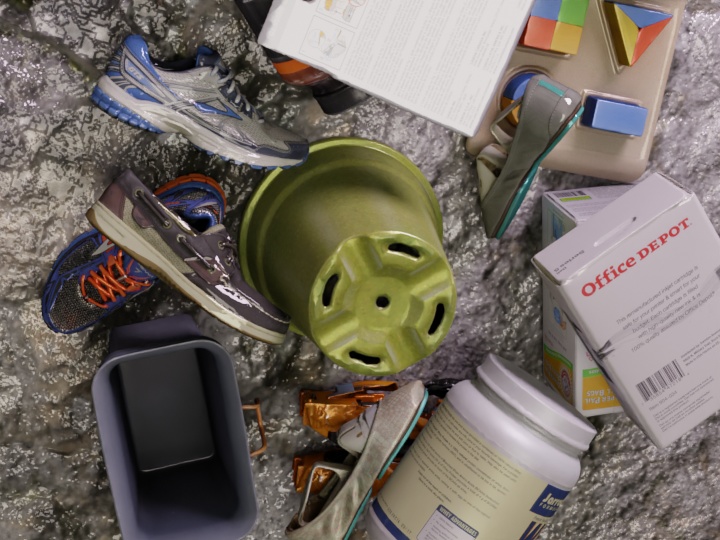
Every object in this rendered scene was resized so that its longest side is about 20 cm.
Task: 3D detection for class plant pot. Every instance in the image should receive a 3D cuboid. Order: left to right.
[{"bbox_3d":[0.000,0.000,1.312,0.199,0.184,0.202,-4,109,-11],"label":"plant pot"}]

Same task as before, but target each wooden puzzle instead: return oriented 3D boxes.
[{"bbox_3d":[0.207,-0.187,1.371,0.184,0.046,0.201,8,106,-16],"label":"wooden puzzle"}]

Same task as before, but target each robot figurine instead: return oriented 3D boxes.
[{"bbox_3d":[0.036,0.168,1.445,0.198,0.058,0.146,3,108,-13],"label":"robot figurine"}]

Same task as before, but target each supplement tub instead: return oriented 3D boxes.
[{"bbox_3d":[-0.051,-0.235,1.263,0.107,0.107,0.201,-32,113,-1],"label":"supplement tub"},{"bbox_3d":[0.112,0.194,1.361,0.145,0.145,0.201,32,98,-21],"label":"supplement tub"}]

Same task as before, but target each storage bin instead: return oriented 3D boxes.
[{"bbox_3d":[-0.165,0.136,1.347,0.144,0.134,0.201,-11,111,-9],"label":"storage bin"}]

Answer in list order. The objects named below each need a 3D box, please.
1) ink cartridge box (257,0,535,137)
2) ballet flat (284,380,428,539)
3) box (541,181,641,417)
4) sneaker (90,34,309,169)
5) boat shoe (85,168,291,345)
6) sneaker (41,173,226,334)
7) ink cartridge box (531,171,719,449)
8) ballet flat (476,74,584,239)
[{"bbox_3d":[0.037,-0.224,1.219,0.199,0.057,0.163,24,103,-1],"label":"ink cartridge box"},{"bbox_3d":[-0.008,0.182,1.376,0.062,0.067,0.201,27,100,-9],"label":"ballet flat"},{"bbox_3d":[0.242,0.027,1.422,0.112,0.101,0.201,-6,110,-11],"label":"box"},{"bbox_3d":[-0.130,-0.148,1.292,0.199,0.077,0.086,19,99,-19],"label":"sneaker"},{"bbox_3d":[-0.137,-0.012,1.250,0.200,0.072,0.066,34,94,-3],"label":"boat shoe"},{"bbox_3d":[-0.205,-0.012,1.317,0.200,0.078,0.075,-39,112,2],"label":"sneaker"},{"bbox_3d":[0.270,0.035,1.330,0.145,0.084,0.201,-34,112,0],"label":"ink cartridge box"},{"bbox_3d":[0.141,-0.106,1.346,0.063,0.067,0.200,33,142,4],"label":"ballet flat"}]
